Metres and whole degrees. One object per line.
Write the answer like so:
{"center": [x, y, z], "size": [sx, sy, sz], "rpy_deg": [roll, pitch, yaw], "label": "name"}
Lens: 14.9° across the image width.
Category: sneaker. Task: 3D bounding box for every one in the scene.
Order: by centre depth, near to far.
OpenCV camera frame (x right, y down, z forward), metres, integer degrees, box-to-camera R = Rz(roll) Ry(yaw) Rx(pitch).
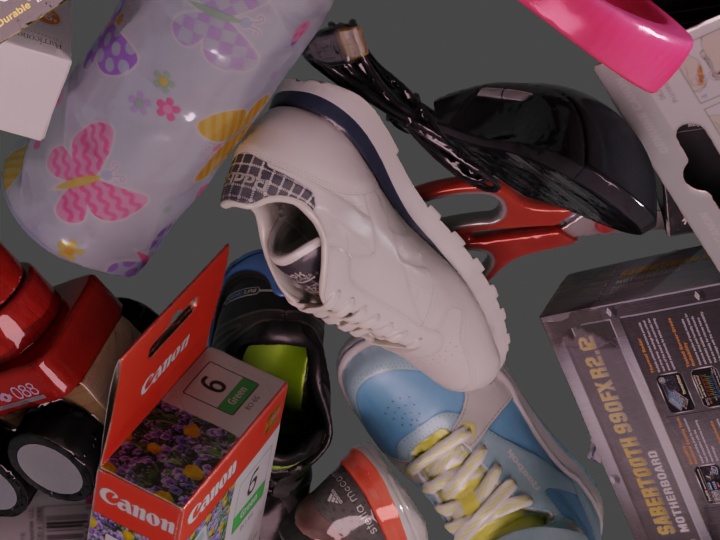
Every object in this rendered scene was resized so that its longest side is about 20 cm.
{"center": [0.000, 0.000, 1.344], "size": [0.076, 0.081, 0.200], "rpy_deg": [-3, 136, 43], "label": "sneaker"}
{"center": [-0.054, 0.084, 1.417], "size": [0.070, 0.083, 0.201], "rpy_deg": [2, 128, -8], "label": "sneaker"}
{"center": [0.065, 0.120, 1.426], "size": [0.079, 0.131, 0.200], "rpy_deg": [-36, 121, 22], "label": "sneaker"}
{"center": [-0.007, 0.162, 1.456], "size": [0.082, 0.077, 0.200], "rpy_deg": [-30, 146, -10], "label": "sneaker"}

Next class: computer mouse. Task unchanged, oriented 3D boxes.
{"center": [0.056, -0.079, 1.262], "size": [0.140, 0.200, 0.046], "rpy_deg": [35, 84, -25], "label": "computer mouse"}

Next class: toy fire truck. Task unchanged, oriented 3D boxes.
{"center": [-0.219, 0.030, 1.311], "size": [0.175, 0.129, 0.200], "rpy_deg": [-16, 123, 42], "label": "toy fire truck"}

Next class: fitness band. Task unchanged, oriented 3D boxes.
{"center": [0.062, -0.149, 1.183], "size": [0.037, 0.200, 0.143], "rpy_deg": [-51, 146, 10], "label": "fitness band"}

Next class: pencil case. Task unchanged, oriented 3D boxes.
{"center": [-0.090, -0.091, 1.279], "size": [0.091, 0.083, 0.200], "rpy_deg": [42, 120, 11], "label": "pencil case"}

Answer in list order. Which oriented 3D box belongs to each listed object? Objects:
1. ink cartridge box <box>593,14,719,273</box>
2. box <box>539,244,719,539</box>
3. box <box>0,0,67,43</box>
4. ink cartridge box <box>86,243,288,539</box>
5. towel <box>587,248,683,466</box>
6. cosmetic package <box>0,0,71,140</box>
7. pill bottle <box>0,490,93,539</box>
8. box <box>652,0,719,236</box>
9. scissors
{"center": [0.227, -0.087, 1.249], "size": [0.199, 0.047, 0.160], "rpy_deg": [-23, 126, 20], "label": "ink cartridge box"}
{"center": [0.200, 0.084, 1.392], "size": [0.158, 0.048, 0.201], "rpy_deg": [-12, 112, 34], "label": "box"}
{"center": [-0.137, -0.202, 1.164], "size": [0.199, 0.049, 0.160], "rpy_deg": [-32, 108, 4], "label": "box"}
{"center": [-0.082, 0.098, 1.319], "size": [0.050, 0.109, 0.201], "rpy_deg": [24, 130, 14], "label": "ink cartridge box"}
{"center": [0.224, 0.084, 1.426], "size": [0.199, 0.024, 0.147], "rpy_deg": [27, 128, 11], "label": "towel"}
{"center": [-0.230, -0.125, 1.243], "size": [0.199, 0.083, 0.051], "rpy_deg": [15, 125, -17], "label": "cosmetic package"}
{"center": [-0.216, 0.158, 1.439], "size": [0.198, 0.114, 0.114], "rpy_deg": [-3, 128, -3], "label": "pill bottle"}
{"center": [0.232, -0.107, 1.303], "size": [0.199, 0.079, 0.142], "rpy_deg": [-9, 124, 0], "label": "box"}
{"center": [0.111, -0.029, 1.390], "size": [0.199, 0.014, 0.073], "rpy_deg": [-12, 126, 5], "label": "scissors"}
